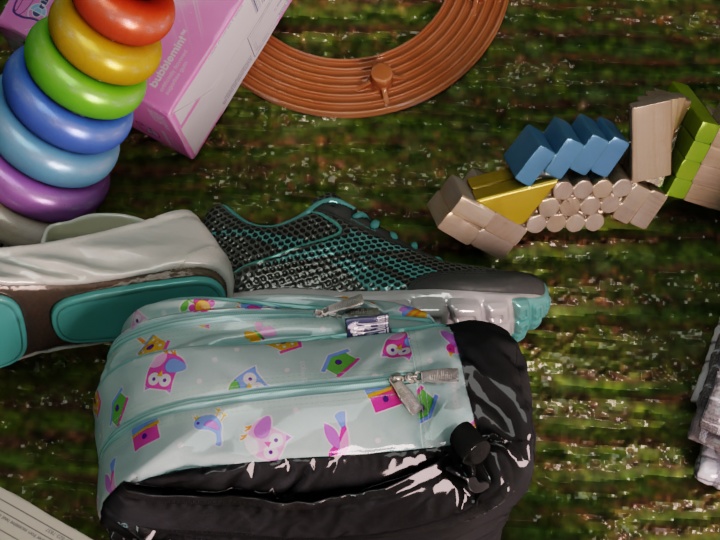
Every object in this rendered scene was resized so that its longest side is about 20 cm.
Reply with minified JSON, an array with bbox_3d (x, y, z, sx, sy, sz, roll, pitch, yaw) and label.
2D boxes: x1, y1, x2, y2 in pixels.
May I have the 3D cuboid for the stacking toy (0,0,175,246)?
[{"bbox_3d":[-0.131,-0.105,0.835,0.085,0.201,0.086,25,33,-18],"label":"stacking toy"}]

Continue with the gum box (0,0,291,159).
[{"bbox_3d":[-0.093,-0.179,0.934,0.113,0.066,0.201,28,78,14],"label":"gum box"}]

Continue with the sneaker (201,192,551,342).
[{"bbox_3d":[0.000,0.000,0.888,0.197,0.078,0.092,0,65,-4],"label":"sneaker"}]

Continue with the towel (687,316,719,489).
[{"bbox_3d":[0.271,0.036,0.879,0.164,0.086,0.202,21,70,6],"label":"towel"}]

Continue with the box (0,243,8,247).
[{"bbox_3d":[-0.260,-0.026,0.869,0.199,0.035,0.110,36,56,-2],"label":"box"}]

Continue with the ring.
[{"bbox_3d":[-0.010,-0.183,0.984,0.198,0.019,0.203,1,69,-2],"label":"ring"}]

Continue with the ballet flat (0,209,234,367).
[{"bbox_3d":[-0.162,0.008,0.828,0.198,0.070,0.070,-8,70,-12],"label":"ballet flat"}]

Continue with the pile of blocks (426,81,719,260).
[{"bbox_3d":[0.129,-0.066,0.915,0.198,0.083,0.062,-10,35,-9],"label":"pile of blocks"}]

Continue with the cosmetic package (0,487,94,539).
[{"bbox_3d":[-0.193,0.199,0.760,0.103,0.074,0.200,26,49,17],"label":"cosmetic package"}]

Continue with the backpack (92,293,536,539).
[{"bbox_3d":[-0.028,0.084,0.811,0.197,0.168,0.128,0,53,-7],"label":"backpack"}]
